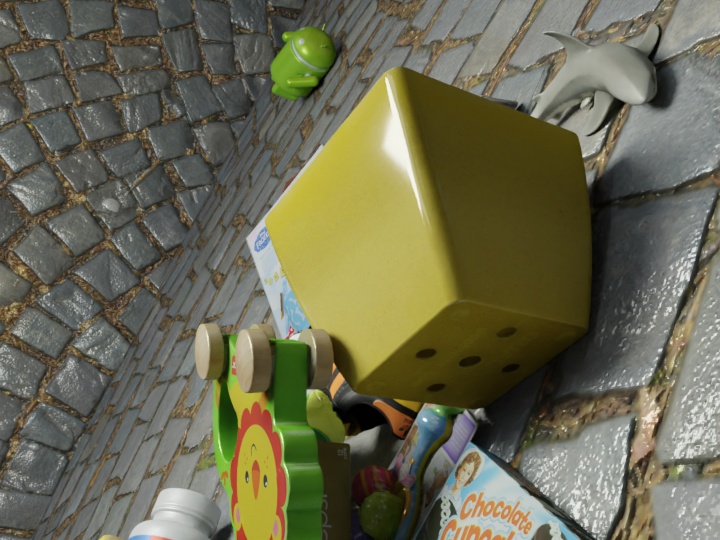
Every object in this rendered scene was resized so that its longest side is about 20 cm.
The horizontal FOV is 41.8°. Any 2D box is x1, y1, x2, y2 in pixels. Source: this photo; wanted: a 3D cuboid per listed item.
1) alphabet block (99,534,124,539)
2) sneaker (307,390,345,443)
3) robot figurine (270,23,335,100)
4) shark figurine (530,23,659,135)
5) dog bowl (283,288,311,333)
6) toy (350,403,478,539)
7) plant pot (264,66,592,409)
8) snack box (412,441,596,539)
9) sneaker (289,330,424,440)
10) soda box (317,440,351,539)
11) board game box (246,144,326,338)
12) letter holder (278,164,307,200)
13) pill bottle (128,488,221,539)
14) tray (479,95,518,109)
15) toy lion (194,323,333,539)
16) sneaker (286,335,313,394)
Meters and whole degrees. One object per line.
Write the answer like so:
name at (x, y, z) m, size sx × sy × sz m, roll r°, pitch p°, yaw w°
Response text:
alphabet block at (-0.192, 0.388, 0.810) m, size 0.196 × 0.199 × 0.197 m, roll -52°, pitch 18°, yaw 21°
sneaker at (-0.069, 0.178, 0.915) m, size 0.200 × 0.083 × 0.074 m, roll 102°, pitch 146°, yaw -54°
robot figurine at (-0.136, -0.493, 2.233) m, size 0.200 × 0.115 × 0.176 m, roll -42°, pitch 41°, yaw 42°
shark figurine at (0.186, -0.176, 0.864) m, size 0.214 × 0.089 × 0.129 m, roll -25°, pitch 37°, yaw 59°
dog bowl at (0.000, 0.000, 1.015) m, size 0.200 × 0.050 × 0.111 m, roll -41°, pitch -17°, yaw 1°
toy at (0.021, 0.189, 0.794) m, size 0.201 × 0.047 × 0.115 m, roll -58°, pitch 15°, yaw 3°
plant pot at (0.065, -0.004, 0.741) m, size 0.200 × 0.199 × 0.177 m, roll -45°, pitch 44°, yaw 39°
snack box at (0.090, 0.197, 0.602) m, size 0.117 × 0.037 × 0.200 m, roll -60°, pitch 17°, yaw 0°
sneaker at (-0.017, 0.114, 0.918) m, size 0.199 × 0.070 × 0.090 m, roll 1°, pitch 66°, yaw 46°
soda box at (-0.048, 0.242, 0.770) m, size 0.068 × 0.064 × 0.201 m, roll -39°, pitch 46°, yaw 53°
board game box at (-0.053, -0.016, 1.180) m, size 0.200 × 0.041 × 0.200 m, roll -45°, pitch 56°, yaw 38°
letter holder at (-0.052, -0.077, 1.350) m, size 0.200 × 0.100 × 0.143 m, roll -27°, pitch 38°, yaw 60°
pill bottle at (-0.235, 0.366, 1.115) m, size 0.112 × 0.112 × 0.201 m, roll -41°, pitch 26°, yaw 46°
tray at (0.088, -0.117, 1.045) m, size 0.200 × 0.022 × 0.107 m, roll -52°, pitch -19°, yaw 24°
toy lion at (-0.078, 0.140, 0.739) m, size 0.200 × 0.068 × 0.193 m, roll 178°, pitch 93°, yaw -66°
sneaker at (-0.077, 0.169, 1.072) m, size 0.075 × 0.087 × 0.200 m, roll -39°, pitch -22°, yaw -39°
